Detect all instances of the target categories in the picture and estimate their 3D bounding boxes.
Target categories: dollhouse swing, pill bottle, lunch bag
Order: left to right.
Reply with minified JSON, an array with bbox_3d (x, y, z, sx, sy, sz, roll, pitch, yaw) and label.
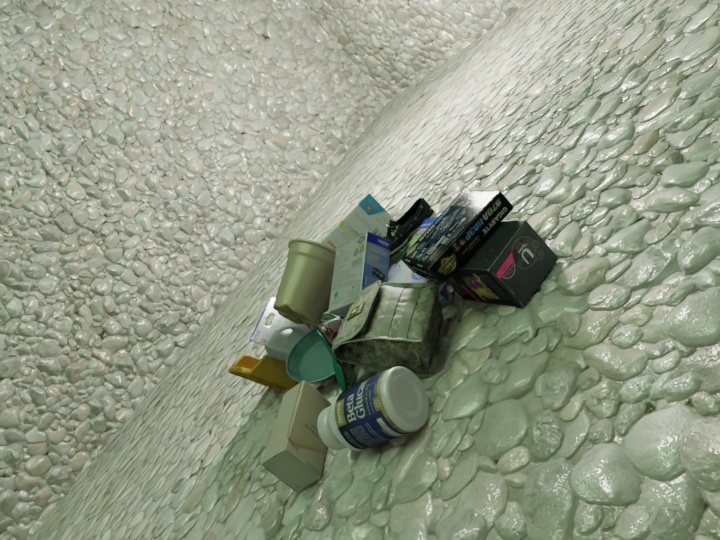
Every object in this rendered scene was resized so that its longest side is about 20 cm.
[{"bbox_3d":[-0.243,0.233,1.591,0.200,0.181,0.177,-14,54,60],"label":"dollhouse swing"},{"bbox_3d":[0.015,0.256,1.009,0.200,0.111,0.111,-33,21,36],"label":"pill bottle"},{"bbox_3d":[0.051,0.108,1.120,0.199,0.118,0.164,1,40,22],"label":"lunch bag"}]

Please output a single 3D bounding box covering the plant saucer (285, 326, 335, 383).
[{"bbox_3d":[-0.089,0.210,1.396,0.199,0.036,0.201,-20,32,13],"label":"plant saucer"}]

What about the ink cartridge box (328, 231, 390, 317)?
[{"bbox_3d":[0.000,0.000,1.319,0.136,0.076,0.201,-24,54,50],"label":"ink cartridge box"}]

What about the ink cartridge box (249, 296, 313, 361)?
[{"bbox_3d":[-0.181,0.168,1.540,0.200,0.199,0.041,-71,-2,-54],"label":"ink cartridge box"}]

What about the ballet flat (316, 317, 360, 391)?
[{"bbox_3d":[-0.034,0.182,1.212,0.071,0.201,0.069,-29,36,-15],"label":"ballet flat"}]

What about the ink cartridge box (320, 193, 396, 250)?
[{"bbox_3d":[0.014,-0.094,1.647,0.200,0.147,0.146,-44,-10,6],"label":"ink cartridge box"}]

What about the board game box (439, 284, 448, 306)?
[{"bbox_3d":[0.107,0.076,1.281,0.200,0.045,0.135,-42,20,23],"label":"board game box"}]

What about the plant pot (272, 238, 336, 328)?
[{"bbox_3d":[-0.137,0.045,1.507,0.200,0.200,0.184,-15,48,59],"label":"plant pot"}]

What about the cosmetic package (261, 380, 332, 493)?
[{"bbox_3d":[-0.123,0.338,1.167,0.073,0.104,0.200,-38,20,23],"label":"cosmetic package"}]

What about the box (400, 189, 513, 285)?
[{"bbox_3d":[0.181,-0.070,1.093,0.200,0.046,0.159,-47,17,-4],"label":"box"}]

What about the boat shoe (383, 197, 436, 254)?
[{"bbox_3d":[0.098,-0.108,1.398,0.199,0.066,0.074,-37,25,-7],"label":"boat shoe"}]

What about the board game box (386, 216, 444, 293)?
[{"bbox_3d":[0.156,-0.038,1.252,0.200,0.041,0.200,-55,20,-17],"label":"board game box"}]

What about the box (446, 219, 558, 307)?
[{"bbox_3d":[0.248,-0.015,1.071,0.122,0.106,0.200,-51,18,-14],"label":"box"}]

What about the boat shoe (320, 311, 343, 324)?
[{"bbox_3d":[-0.044,0.158,1.335,0.062,0.073,0.200,-45,40,-16],"label":"boat shoe"}]

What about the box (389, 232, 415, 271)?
[{"bbox_3d":[0.084,-0.033,1.423,0.200,0.050,0.157,-42,25,-16],"label":"box"}]
